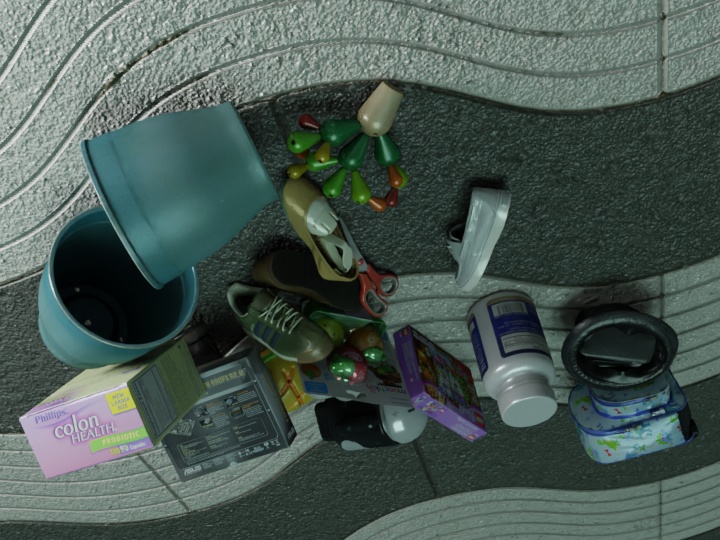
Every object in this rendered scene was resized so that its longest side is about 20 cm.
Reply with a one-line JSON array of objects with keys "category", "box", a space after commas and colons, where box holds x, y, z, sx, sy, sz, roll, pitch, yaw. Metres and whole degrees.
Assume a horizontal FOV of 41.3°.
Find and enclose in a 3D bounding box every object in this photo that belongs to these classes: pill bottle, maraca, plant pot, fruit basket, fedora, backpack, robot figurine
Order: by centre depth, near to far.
[{"category": "plant pot", "box": [-0.211, -0.110, 1.172, 0.187, 0.200, 0.200, -27, 140, -4]}, {"category": "plant pot", "box": [-0.350, 0.041, 1.308, 0.199, 0.201, 0.188, 15, 150, -27]}, {"category": "fruit basket", "box": [-0.018, 0.123, 1.471, 0.184, 0.200, 0.094, 12, 120, -24]}, {"category": "pill bottle", "box": [0.250, 0.146, 1.555, 0.119, 0.201, 0.120, -6, 141, -5]}, {"category": "maraca", "box": [-0.108, 0.172, 1.586, 0.199, 0.107, 0.138, -10, 135, -34]}, {"category": "fedora", "box": [0.436, 0.116, 1.636, 0.199, 0.092, 0.201, -1, 128, -1]}, {"category": "robot figurine", "box": [0.020, 0.245, 1.667, 0.199, 0.151, 0.125, -12, 134, 27]}, {"category": "backpack", "box": [0.484, 0.243, 1.746, 0.199, 0.183, 0.147, -23, 116, 11]}]

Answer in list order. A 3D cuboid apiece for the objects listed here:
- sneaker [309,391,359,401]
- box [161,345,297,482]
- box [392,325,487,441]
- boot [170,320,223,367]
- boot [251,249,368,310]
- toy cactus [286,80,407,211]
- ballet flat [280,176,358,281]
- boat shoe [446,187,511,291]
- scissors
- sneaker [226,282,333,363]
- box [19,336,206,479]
[{"category": "sneaker", "box": [-0.030, 0.187, 1.552, 0.073, 0.200, 0.085, 21, 110, 24]}, {"category": "box", "box": [-0.220, 0.223, 1.472, 0.199, 0.048, 0.159, -21, 101, 17]}, {"category": "box", "box": [0.137, 0.196, 1.638, 0.039, 0.137, 0.200, -31, 137, 23]}, {"category": "boot", "box": [-0.267, 0.193, 1.524, 0.200, 0.069, 0.175, -33, 93, 23]}, {"category": "boot", "box": [-0.074, 0.014, 1.449, 0.199, 0.074, 0.075, 20, 161, -37]}, {"category": "toy cactus", "box": [0.000, -0.167, 1.233, 0.199, 0.102, 0.165, 21, 112, -29]}, {"category": "ballet flat", "box": [-0.049, -0.057, 1.343, 0.063, 0.069, 0.200, 19, 152, 34]}, {"category": "boat shoe", "box": [0.164, -0.046, 1.418, 0.068, 0.072, 0.200, 17, 144, 0]}, {"category": "scissors", "box": [0.000, 0.000, 1.442, 0.073, 0.014, 0.200, -53, 137, -10]}, {"category": "sneaker", "box": [-0.131, 0.071, 1.417, 0.067, 0.200, 0.090, -46, 129, -23]}, {"category": "box", "box": [-0.344, 0.191, 1.357, 0.175, 0.200, 0.097, -19, 99, 15]}]
